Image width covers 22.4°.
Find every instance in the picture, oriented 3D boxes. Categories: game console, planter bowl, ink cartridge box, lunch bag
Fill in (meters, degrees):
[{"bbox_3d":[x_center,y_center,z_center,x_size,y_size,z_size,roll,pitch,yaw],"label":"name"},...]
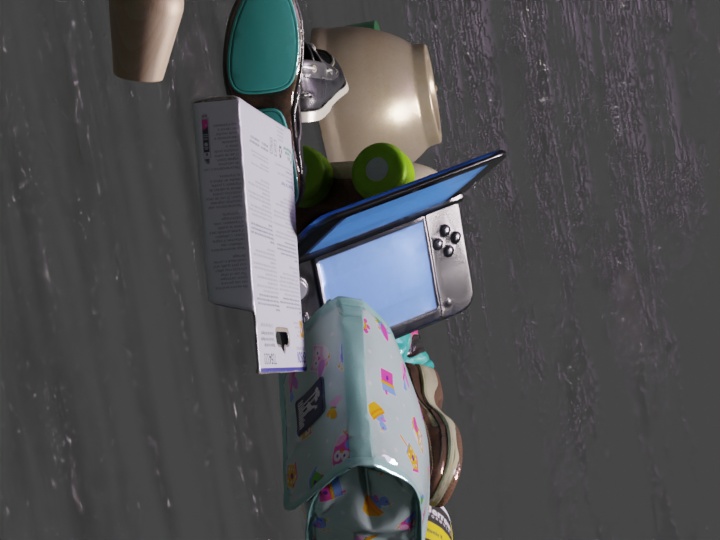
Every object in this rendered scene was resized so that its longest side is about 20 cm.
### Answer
[{"bbox_3d":[0.031,-0.005,1.567,0.118,0.199,0.172,22,-52,56],"label":"game console"},{"bbox_3d":[0.025,-0.200,2.175,0.200,0.134,0.201,-8,90,-84],"label":"planter bowl"},{"bbox_3d":[-0.082,-0.021,1.388,0.196,0.043,0.201,21,66,-81],"label":"ink cartridge box"},{"bbox_3d":[-0.005,0.141,1.518,0.200,0.121,0.171,82,4,-54],"label":"lunch bag"}]

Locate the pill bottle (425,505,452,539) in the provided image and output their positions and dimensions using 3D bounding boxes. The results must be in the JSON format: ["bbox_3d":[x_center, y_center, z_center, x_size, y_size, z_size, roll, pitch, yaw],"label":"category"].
[{"bbox_3d":[0.031,0.273,1.682,0.201,0.114,0.115,-93,171,-45],"label":"pill bottle"}]

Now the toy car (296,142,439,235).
[{"bbox_3d":[0.000,0.000,1.703,0.164,0.157,0.201,32,60,-66],"label":"toy car"}]

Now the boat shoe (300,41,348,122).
[{"bbox_3d":[-0.052,-0.194,1.765,0.200,0.071,0.068,-71,156,-72],"label":"boat shoe"}]

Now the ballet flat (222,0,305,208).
[{"bbox_3d":[-0.081,-0.145,1.518,0.068,0.068,0.201,-115,-156,-77],"label":"ballet flat"}]

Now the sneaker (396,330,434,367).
[{"bbox_3d":[0.044,0.078,2.173,0.200,0.083,0.121,-61,137,-67],"label":"sneaker"}]

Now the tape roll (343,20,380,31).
[{"bbox_3d":[0.016,-0.246,2.545,0.200,0.048,0.202,-9,90,-83],"label":"tape roll"}]

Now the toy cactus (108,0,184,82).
[{"bbox_3d":[-0.133,-0.198,1.089,0.200,0.102,0.166,-85,-177,-74],"label":"toy cactus"}]

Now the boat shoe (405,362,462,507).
[{"bbox_3d":[0.040,0.149,1.687,0.202,0.074,0.075,-109,-141,-65],"label":"boat shoe"}]
